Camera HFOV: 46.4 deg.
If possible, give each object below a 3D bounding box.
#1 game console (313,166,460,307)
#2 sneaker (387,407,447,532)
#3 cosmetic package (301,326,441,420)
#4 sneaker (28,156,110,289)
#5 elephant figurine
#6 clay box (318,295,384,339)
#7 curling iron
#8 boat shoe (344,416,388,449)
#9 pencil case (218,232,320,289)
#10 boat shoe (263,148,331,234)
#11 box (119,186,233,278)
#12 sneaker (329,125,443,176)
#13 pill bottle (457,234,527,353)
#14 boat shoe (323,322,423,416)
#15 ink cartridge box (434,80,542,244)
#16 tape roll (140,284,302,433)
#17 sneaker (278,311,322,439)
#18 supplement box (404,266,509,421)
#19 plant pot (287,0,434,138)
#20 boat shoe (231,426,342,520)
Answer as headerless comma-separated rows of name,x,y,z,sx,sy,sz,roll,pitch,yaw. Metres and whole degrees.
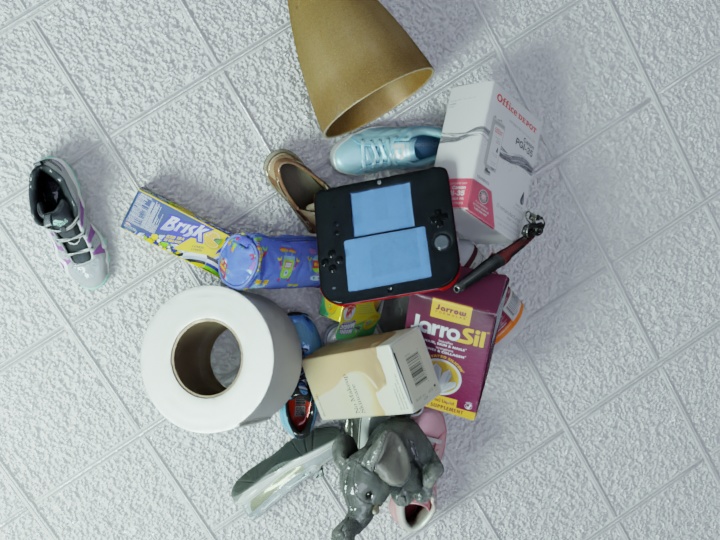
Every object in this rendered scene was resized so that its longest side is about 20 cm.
game console,0.035,-0.047,1.166,0.196,0.031,0.180,-9,73,10
sneaker,0.100,0.322,1.348,0.074,0.105,0.204,15,94,-10
cosmetic package,0.012,0.153,1.218,0.071,0.198,0.107,-25,95,-43
sneaker,-0.417,-0.059,1.179,0.077,0.140,0.203,-24,101,-6
elephant figurine,0.022,0.288,1.215,0.198,0.155,0.142,6,125,-50
clay box,0.000,0.000,1.274,0.047,0.114,0.203,20,101,32
curling iron,0.198,-0.025,1.203,0.199,0.025,0.050,-36,133,-28
boat shoe,0.002,0.291,1.346,0.070,0.063,0.204,-10,113,-49
pencil case,-0.113,-0.015,1.219,0.199,0.077,0.088,-1,113,-53
boat shoe,-0.067,-0.098,1.268,0.199,0.072,0.076,40,90,-22
box,-0.250,-0.049,1.248,0.198,0.070,0.065,28,93,-13
sneaker,0.052,-0.188,1.278,0.197,0.082,0.075,-13,99,-8
pill bottle,0.159,0.027,1.311,0.114,0.114,0.200,-43,102,-2
boat shoe,0.025,0.162,1.320,0.075,0.086,0.202,-45,103,-2
ink cartridge box,0.185,-0.158,1.251,0.146,0.082,0.203,26,73,-43
tape roll,-0.197,0.127,1.212,0.199,0.139,0.207,-1,85,12
sneaker,-0.090,0.165,1.297,0.077,0.090,0.204,-5,98,-10
supplement box,0.133,0.101,1.234,0.129,0.104,0.203,14,124,13
plant pot,-0.018,-0.327,1.210,0.184,0.186,0.202,-28,88,-5
boat shoe,-0.108,0.318,1.328,0.200,0.074,0.065,-34,108,0
